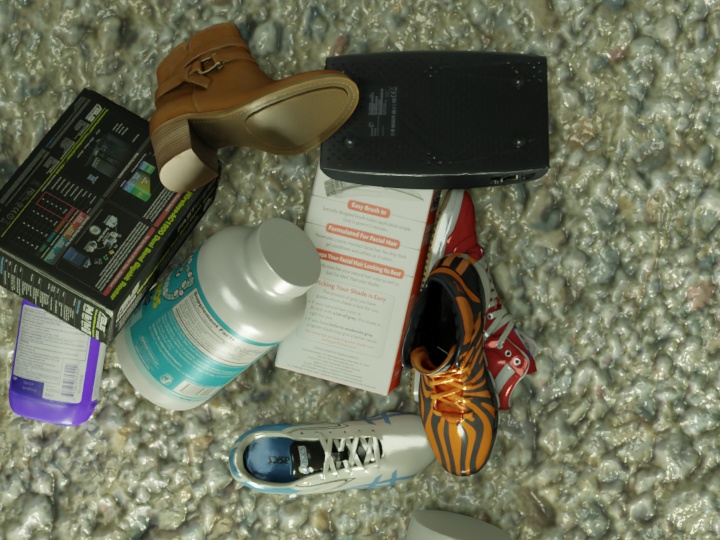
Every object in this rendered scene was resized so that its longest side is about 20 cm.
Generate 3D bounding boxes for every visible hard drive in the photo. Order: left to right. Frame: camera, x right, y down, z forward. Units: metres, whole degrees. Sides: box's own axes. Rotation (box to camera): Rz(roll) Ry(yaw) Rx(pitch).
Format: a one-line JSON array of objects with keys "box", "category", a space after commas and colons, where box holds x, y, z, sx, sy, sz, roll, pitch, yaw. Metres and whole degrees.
[{"box": [0.066, -0.131, 1.573, 0.198, 0.042, 0.136, 0, 59, 3], "category": "hard drive"}]

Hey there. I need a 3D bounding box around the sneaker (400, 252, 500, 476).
[{"box": [0.070, 0.092, 1.529, 0.077, 0.112, 0.202, -2, 103, 19], "category": "sneaker"}]

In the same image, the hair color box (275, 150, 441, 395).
[{"box": [0.000, 0.000, 1.619, 0.110, 0.064, 0.202, 14, 99, 9], "category": "hair color box"}]

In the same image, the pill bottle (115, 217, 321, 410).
[{"box": [-0.122, 0.034, 1.584, 0.200, 0.111, 0.111, -38, 88, 36], "category": "pill bottle"}]

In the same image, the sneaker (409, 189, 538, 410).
[{"box": [0.111, 0.029, 1.599, 0.112, 0.071, 0.202, 10, 104, 12], "category": "sneaker"}]

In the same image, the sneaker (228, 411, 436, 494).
[{"box": [-0.024, 0.171, 1.635, 0.198, 0.072, 0.072, -7, 93, 9], "category": "sneaker"}]

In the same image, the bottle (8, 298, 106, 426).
[{"box": [-0.275, 0.040, 1.666, 0.083, 0.065, 0.202, 10, 97, 8], "category": "bottle"}]

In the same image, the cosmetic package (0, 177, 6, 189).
[{"box": [-0.382, -0.053, 1.606, 0.105, 0.200, 0.071, 42, 101, 4], "category": "cosmetic package"}]

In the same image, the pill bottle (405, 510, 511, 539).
[{"box": [0.069, 0.327, 1.612, 0.116, 0.116, 0.202, 14, 97, 8], "category": "pill bottle"}]

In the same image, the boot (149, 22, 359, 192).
[{"box": [-0.101, -0.167, 1.580, 0.199, 0.155, 0.074, -20, 135, 12], "category": "boot"}]

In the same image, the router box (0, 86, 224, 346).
[{"box": [-0.235, -0.051, 1.596, 0.149, 0.062, 0.200, 29, 56, 6], "category": "router box"}]
